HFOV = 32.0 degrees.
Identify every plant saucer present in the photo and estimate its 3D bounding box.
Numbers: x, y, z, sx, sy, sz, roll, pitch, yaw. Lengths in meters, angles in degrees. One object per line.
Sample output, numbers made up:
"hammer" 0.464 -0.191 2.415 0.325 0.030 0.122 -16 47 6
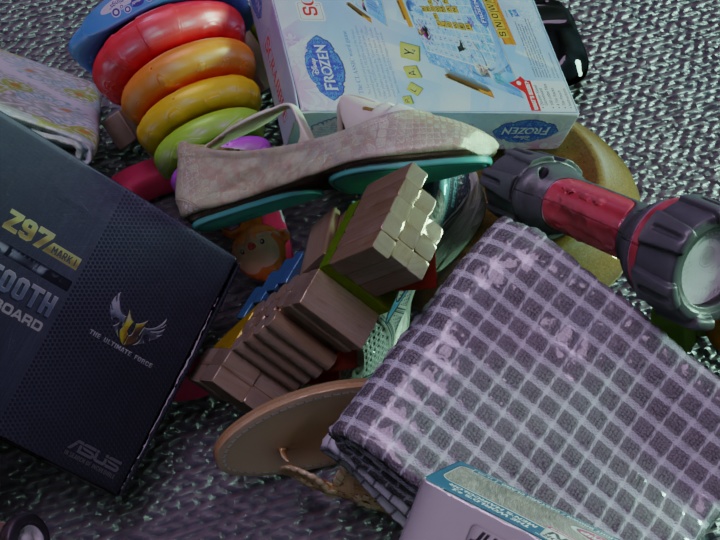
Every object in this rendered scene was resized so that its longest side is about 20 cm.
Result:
"plant saucer" 0.093 -0.053 0.860 0.198 0.036 0.202 -3 52 4

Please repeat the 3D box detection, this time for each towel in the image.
"towel" -0.263 -0.116 0.856 0.170 0.048 0.200 20 17 -17
"towel" 0.103 0.091 0.670 0.199 0.086 0.166 38 67 3

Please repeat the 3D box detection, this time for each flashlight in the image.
"flashlight" 0.138 -0.028 0.721 0.068 0.068 0.200 -32 30 -15

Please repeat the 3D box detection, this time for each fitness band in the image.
"fitness band" -0.116 -0.002 0.845 0.142 0.038 0.201 -16 51 -3

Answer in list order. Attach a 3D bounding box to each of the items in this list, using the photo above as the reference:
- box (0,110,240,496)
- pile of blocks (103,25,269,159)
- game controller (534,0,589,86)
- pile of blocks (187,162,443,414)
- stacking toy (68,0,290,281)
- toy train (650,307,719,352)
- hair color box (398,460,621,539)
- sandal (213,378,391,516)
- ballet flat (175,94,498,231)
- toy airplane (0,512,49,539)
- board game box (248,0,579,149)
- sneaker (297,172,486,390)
"box" -0.189 0.014 0.719 0.199 0.051 0.159 33 72 -22
"pile of blocks" -0.090 -0.139 0.933 0.199 0.082 0.062 -33 99 4
"game controller" 0.068 -0.160 0.940 0.198 0.042 0.105 -7 49 1
"pile of blocks" -0.016 0.021 0.720 0.062 0.200 0.082 37 36 -20
"stacking toy" -0.098 -0.084 0.817 0.115 0.110 0.201 -25 77 7
"toy train" 0.211 0.033 0.692 0.115 0.200 0.086 7 94 20
"hair color box" 0.045 0.202 0.578 0.099 0.060 0.202 24 100 21
"sandal" 0.024 0.105 0.719 0.210 0.078 0.070 -11 50 -10
"ballet flat" -0.021 -0.071 0.728 0.198 0.067 0.063 -11 83 16
"toy airplane" -0.256 0.190 0.638 0.200 0.141 0.199 -44 40 1
"board game box" 0.026 -0.171 0.856 0.198 0.041 0.201 -2 57 -21
"sneaker" 0.000 0.000 0.775 0.077 0.086 0.201 24 78 26
